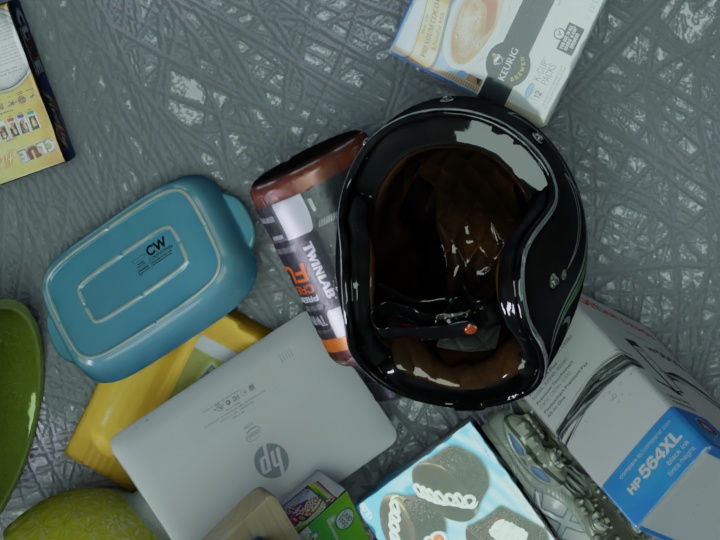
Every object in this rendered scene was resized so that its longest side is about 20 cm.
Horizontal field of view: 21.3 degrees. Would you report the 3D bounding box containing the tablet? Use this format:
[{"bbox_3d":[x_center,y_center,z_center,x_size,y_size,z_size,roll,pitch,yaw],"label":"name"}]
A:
[{"bbox_3d":[-0.083,0.134,1.509,0.199,0.014,0.131,-33,81,-17],"label":"tablet"}]

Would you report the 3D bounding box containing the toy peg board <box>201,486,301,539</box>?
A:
[{"bbox_3d":[-0.079,0.305,1.397,0.199,0.097,0.201,-42,132,-18],"label":"toy peg board"}]

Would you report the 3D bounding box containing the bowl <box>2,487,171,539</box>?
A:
[{"bbox_3d":[-0.178,0.236,1.529,0.200,0.200,0.108,43,90,-4],"label":"bowl"}]

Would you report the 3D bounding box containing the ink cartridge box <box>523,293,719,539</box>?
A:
[{"bbox_3d":[0.210,0.113,1.428,0.085,0.145,0.200,-51,49,13],"label":"ink cartridge box"}]

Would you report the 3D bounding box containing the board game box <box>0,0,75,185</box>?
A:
[{"bbox_3d":[-0.346,-0.121,1.543,0.198,0.035,0.137,-17,100,10],"label":"board game box"}]

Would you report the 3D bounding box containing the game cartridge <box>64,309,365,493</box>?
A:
[{"bbox_3d":[-0.121,0.123,1.573,0.199,0.032,0.178,27,104,-1],"label":"game cartridge"}]

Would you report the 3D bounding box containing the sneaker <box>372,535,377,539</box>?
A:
[{"bbox_3d":[0.090,0.279,1.564,0.199,0.073,0.072,36,102,-4],"label":"sneaker"}]

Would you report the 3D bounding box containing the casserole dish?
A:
[{"bbox_3d":[-0.175,0.005,1.529,0.199,0.039,0.122,-32,75,12],"label":"casserole dish"}]

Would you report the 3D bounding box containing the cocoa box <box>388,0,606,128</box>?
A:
[{"bbox_3d":[0.122,-0.229,1.416,0.130,0.133,0.202,26,104,0],"label":"cocoa box"}]

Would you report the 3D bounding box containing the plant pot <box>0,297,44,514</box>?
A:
[{"bbox_3d":[-0.382,0.101,1.534,0.188,0.200,0.202,12,104,17],"label":"plant pot"}]

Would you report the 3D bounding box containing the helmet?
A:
[{"bbox_3d":[0.073,-0.020,1.368,0.198,0.201,0.192,7,58,4],"label":"helmet"}]

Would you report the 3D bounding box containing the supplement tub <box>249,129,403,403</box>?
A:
[{"bbox_3d":[0.000,0.000,1.494,0.106,0.107,0.202,-25,98,11],"label":"supplement tub"}]

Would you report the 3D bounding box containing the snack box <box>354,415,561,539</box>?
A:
[{"bbox_3d":[0.099,0.229,1.501,0.116,0.037,0.201,-36,92,7],"label":"snack box"}]

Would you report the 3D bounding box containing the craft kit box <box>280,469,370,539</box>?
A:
[{"bbox_3d":[-0.060,0.292,1.504,0.197,0.048,0.201,-38,131,-19],"label":"craft kit box"}]

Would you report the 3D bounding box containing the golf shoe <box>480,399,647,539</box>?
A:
[{"bbox_3d":[0.159,0.200,1.549,0.097,0.078,0.201,-36,91,30],"label":"golf shoe"}]
